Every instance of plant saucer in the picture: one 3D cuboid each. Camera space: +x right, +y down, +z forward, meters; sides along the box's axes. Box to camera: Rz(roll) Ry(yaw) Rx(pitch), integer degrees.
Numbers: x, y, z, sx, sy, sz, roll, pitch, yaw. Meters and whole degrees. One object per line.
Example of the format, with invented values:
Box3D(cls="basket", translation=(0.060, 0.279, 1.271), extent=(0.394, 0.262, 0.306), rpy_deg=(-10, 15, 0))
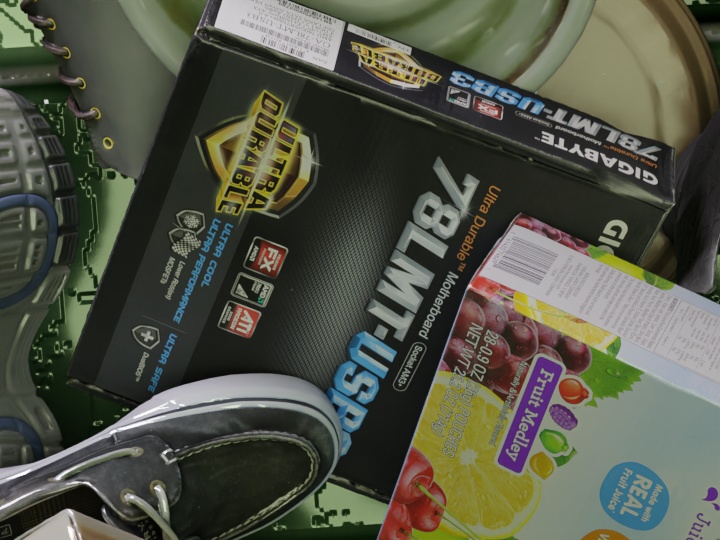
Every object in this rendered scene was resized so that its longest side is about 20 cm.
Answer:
Box3D(cls="plant saucer", translation=(0.061, -0.057, 1.007), extent=(0.200, 0.029, 0.200), rpy_deg=(0, 96, 1))
Box3D(cls="plant saucer", translation=(-0.003, -0.141, 0.908), extent=(0.200, 0.050, 0.200), rpy_deg=(5, 127, 7))

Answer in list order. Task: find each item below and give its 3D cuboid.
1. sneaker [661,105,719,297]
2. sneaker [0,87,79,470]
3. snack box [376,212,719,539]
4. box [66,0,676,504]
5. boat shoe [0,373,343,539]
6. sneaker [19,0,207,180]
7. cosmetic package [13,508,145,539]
Box3D(cls="sneaker", translation=(0.180, -0.066, 0.947), extent=(0.060, 0.104, 0.200), rpy_deg=(32, 81, -8))
Box3D(cls="sneaker", translation=(-0.171, 0.020, 0.983), extent=(0.074, 0.087, 0.200), rpy_deg=(-1, 101, -35))
Box3D(cls="snack box", translation=(0.118, 0.095, 0.906), extent=(0.200, 0.068, 0.169), rpy_deg=(24, 127, 9))
Box3D(cls="box", translation=(0.000, 0.000, 0.954), extent=(0.198, 0.050, 0.200), rpy_deg=(22, 127, -5))
Box3D(cls="boat shoe", translation=(-0.097, 0.103, 0.934), extent=(0.200, 0.071, 0.072), rpy_deg=(-20, 115, -9))
Box3D(cls="sneaker", translation=(-0.124, -0.106, 0.977), extent=(0.200, 0.075, 0.106), rpy_deg=(22, 97, -4))
Box3D(cls="cosmetic package", translation=(-0.082, 0.171, 0.915), extent=(0.105, 0.200, 0.071), rpy_deg=(-33, 55, 17))
